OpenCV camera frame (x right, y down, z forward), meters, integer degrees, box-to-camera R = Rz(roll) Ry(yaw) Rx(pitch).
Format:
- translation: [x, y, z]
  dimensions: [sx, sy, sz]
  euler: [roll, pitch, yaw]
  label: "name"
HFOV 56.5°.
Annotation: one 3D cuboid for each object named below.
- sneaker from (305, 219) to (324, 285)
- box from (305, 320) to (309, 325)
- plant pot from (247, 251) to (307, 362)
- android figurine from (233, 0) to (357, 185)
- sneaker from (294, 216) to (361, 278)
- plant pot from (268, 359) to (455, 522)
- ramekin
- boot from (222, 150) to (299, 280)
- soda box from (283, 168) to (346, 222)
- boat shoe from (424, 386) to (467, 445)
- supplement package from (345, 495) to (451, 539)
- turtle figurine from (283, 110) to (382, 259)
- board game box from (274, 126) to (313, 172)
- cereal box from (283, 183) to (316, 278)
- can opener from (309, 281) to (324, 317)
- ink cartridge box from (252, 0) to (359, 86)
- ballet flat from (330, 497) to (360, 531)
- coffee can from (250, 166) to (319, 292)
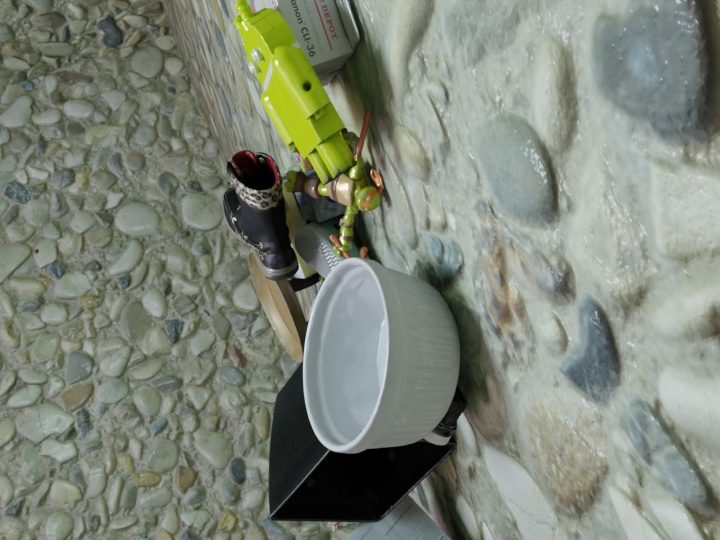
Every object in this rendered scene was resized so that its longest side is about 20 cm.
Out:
- translation: [-0.048, -0.020, 1.067]
  dimensions: [0.201, 0.073, 0.086]
  euler: [57, 173, 46]
  label: "sneaker"
- translation: [-0.010, 0.166, 1.146]
  dimensions: [0.060, 0.114, 0.205]
  euler: [-148, 37, -75]
  label: "box"
- translation: [-0.134, 0.057, 1.128]
  dimensions: [0.201, 0.027, 0.203]
  euler: [53, 157, 33]
  label: "plant pot"
- translation: [-0.074, -0.187, 0.707]
  dimensions: [0.203, 0.041, 0.182]
  euler: [59, 170, -9]
  label: "android figurine"
- translation: [0.000, -0.001, 0.980]
  dimensions: [0.201, 0.073, 0.118]
  euler: [49, -152, -2]
  label: "sneaker"
- translation: [-0.021, 0.221, 0.950]
  dimensions: [0.201, 0.196, 0.180]
  euler: [-52, 42, 28]
  label: "plant pot"
- translation: [0.022, 0.095, 0.730]
  dimensions: [0.199, 0.103, 0.206]
  euler: [-30, 55, 57]
  label: "ramekin"
- translation: [-0.150, -0.099, 0.936]
  dimensions: [0.201, 0.072, 0.153]
  euler: [54, 158, 41]
  label: "boot"
- translation: [-0.062, -0.117, 1.005]
  dimensions: [0.200, 0.067, 0.065]
  euler: [-154, 45, -74]
  label: "soda box"
- translation: [0.072, 0.117, 0.812]
  dimensions: [0.061, 0.073, 0.201]
  euler: [-57, 27, 21]
  label: "boat shoe"
- translation: [0.075, 0.481, 1.069]
  dimensions: [0.199, 0.147, 0.193]
  euler: [42, 160, 19]
  label: "supplement package"
- translation: [-0.025, -0.117, 0.822]
  dimensions: [0.160, 0.064, 0.204]
  euler: [33, 135, 37]
  label: "turtle figurine"
- translation: [-0.128, -0.262, 1.168]
  dimensions: [0.202, 0.029, 0.097]
  euler: [-119, 14, -45]
  label: "board game box"
- translation: [-0.138, -0.060, 1.103]
  dimensions: [0.199, 0.039, 0.147]
  euler: [-1, 113, 66]
  label: "cereal box"
- translation: [0.009, 0.100, 0.904]
  dimensions: [0.199, 0.053, 0.067]
  euler: [43, 175, 4]
  label: "can opener"
- translation: [-0.066, -0.276, 0.752]
  dimensions: [0.200, 0.066, 0.119]
  euler: [-175, 63, -76]
  label: "ink cartridge box"
- translation: [-0.066, 0.324, 1.057]
  dimensions: [0.200, 0.063, 0.077]
  euler: [42, 152, 43]
  label: "ballet flat"
- translation: [-0.148, -0.077, 1.279]
  dimensions: [0.146, 0.143, 0.205]
  euler: [-143, 33, -68]
  label: "coffee can"
